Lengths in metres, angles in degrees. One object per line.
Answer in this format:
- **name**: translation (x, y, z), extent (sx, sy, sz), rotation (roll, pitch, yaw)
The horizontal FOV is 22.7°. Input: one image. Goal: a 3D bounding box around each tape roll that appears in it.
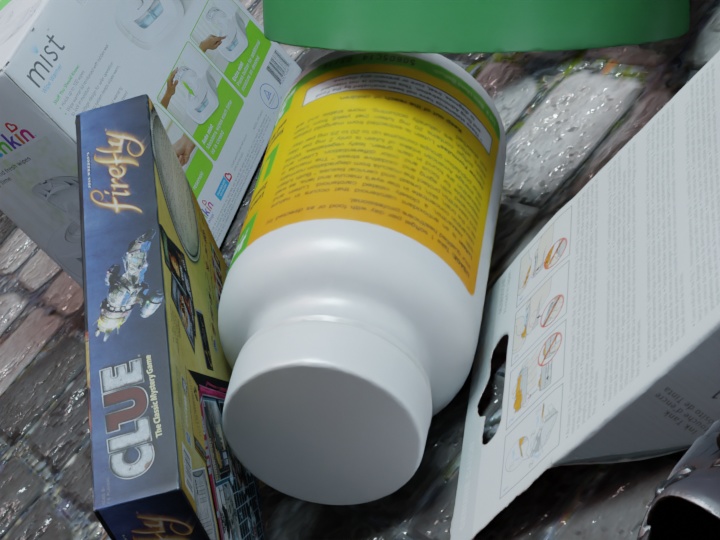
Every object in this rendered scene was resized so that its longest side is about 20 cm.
- **tape roll**: translation (0.053, -0.135, 0.838), extent (0.199, 0.048, 0.200), rotation (0, 13, 0)

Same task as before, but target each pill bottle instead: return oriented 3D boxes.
- **pill bottle**: translation (0.000, 0.000, 0.779), extent (0.111, 0.111, 0.201), rotation (-29, 30, 32)

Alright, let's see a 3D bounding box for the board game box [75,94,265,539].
- **board game box**: translation (-0.076, 0.046, 0.736), extent (0.034, 0.136, 0.201), rotation (-14, 49, 5)

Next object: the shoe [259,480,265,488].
- **shoe**: translation (-0.037, 0.034, 0.870), extent (0.070, 0.054, 0.201), rotation (9, 50, 11)

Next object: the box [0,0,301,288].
- **box**: translation (-0.148, -0.109, 1.112), extent (0.096, 0.176, 0.201), rotation (-24, 32, 38)

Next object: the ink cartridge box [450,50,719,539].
- **ink cartridge box**: translation (0.114, 0.013, 0.688), extent (0.200, 0.050, 0.163), rotation (-50, 17, 37)

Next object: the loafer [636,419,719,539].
- **loafer**: translation (0.106, 0.092, 0.524), extent (0.072, 0.063, 0.200), rotation (-12, 40, 50)
